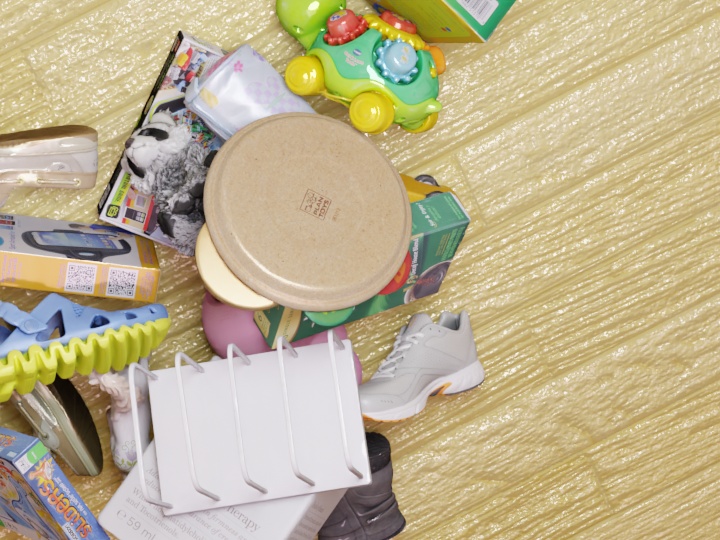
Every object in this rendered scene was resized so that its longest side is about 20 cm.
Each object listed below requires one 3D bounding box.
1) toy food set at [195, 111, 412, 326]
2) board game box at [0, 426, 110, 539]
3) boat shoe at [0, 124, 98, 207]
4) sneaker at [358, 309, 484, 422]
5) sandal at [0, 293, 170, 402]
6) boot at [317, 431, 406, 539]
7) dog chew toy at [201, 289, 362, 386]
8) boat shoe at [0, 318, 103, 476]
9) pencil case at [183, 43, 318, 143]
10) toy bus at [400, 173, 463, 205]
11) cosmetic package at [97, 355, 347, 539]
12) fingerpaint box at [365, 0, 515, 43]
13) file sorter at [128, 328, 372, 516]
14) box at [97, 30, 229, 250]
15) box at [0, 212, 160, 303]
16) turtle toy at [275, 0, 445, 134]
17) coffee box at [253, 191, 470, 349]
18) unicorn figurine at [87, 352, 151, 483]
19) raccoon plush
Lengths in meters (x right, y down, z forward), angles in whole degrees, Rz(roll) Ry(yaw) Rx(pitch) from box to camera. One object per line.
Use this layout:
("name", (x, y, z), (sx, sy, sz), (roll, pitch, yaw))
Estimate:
("toy food set", (-0.045, -0.048, 1.442), (0.198, 0.049, 0.200), (11, 65, -13))
("board game box", (-0.343, 0.212, 1.605), (0.034, 0.200, 0.136), (-43, 117, -27))
("boat shoe", (-0.348, -0.093, 1.543), (0.200, 0.074, 0.069), (-7, 107, -10))
("sneaker", (0.048, 0.096, 1.678), (0.200, 0.076, 0.092), (-21, 107, -46))
("sandal", (-0.273, 0.056, 1.499), (0.200, 0.087, 0.080), (-11, 153, -28))
("boot", (-0.051, 0.261, 1.757), (0.200, 0.070, 0.132), (-10, 119, -3))
("dog chew toy", (-0.071, 0.072, 1.650), (0.124, 0.125, 0.200), (-39, 123, 5))
("boat shoe", (-0.332, 0.133, 1.641), (0.063, 0.073, 0.201), (-28, 112, 8))
("pencil case", (-0.076, -0.119, 1.526), (0.200, 0.083, 0.091), (48, 67, -10))
("toy bus", (0.001, -0.069, 1.632), (0.200, 0.065, 0.078), (14, 108, -17))
("cosmetic package", (-0.125, 0.221, 1.613), (0.167, 0.166, 0.200), (34, 83, 12))
("fingerpaint box", (0.031, -0.301, 1.486), (0.200, 0.167, 0.073), (40, 81, -22))
("file sorter", (-0.104, 0.138, 1.479), (0.200, 0.125, 0.139), (-10, 77, 5))
("box", (-0.170, -0.124, 1.590), (0.110, 0.035, 0.200), (22, 105, -20))
("box", (-0.298, -0.016, 1.560), (0.200, 0.119, 0.042), (9, 107, -16))
("turtle toy", (-0.002, -0.205, 1.528), (0.200, 0.146, 0.101), (32, 107, 19))
("coffee box", (0.000, 0.000, 1.542), (0.200, 0.044, 0.123), (-17, 149, -29))
("unicorn figurine", (-0.239, 0.133, 1.622), (0.074, 0.137, 0.200), (-17, 112, 1))
("raccoon plush", (-0.153, -0.063, 1.549), (0.097, 0.134, 0.200), (-39, 131, -5))
